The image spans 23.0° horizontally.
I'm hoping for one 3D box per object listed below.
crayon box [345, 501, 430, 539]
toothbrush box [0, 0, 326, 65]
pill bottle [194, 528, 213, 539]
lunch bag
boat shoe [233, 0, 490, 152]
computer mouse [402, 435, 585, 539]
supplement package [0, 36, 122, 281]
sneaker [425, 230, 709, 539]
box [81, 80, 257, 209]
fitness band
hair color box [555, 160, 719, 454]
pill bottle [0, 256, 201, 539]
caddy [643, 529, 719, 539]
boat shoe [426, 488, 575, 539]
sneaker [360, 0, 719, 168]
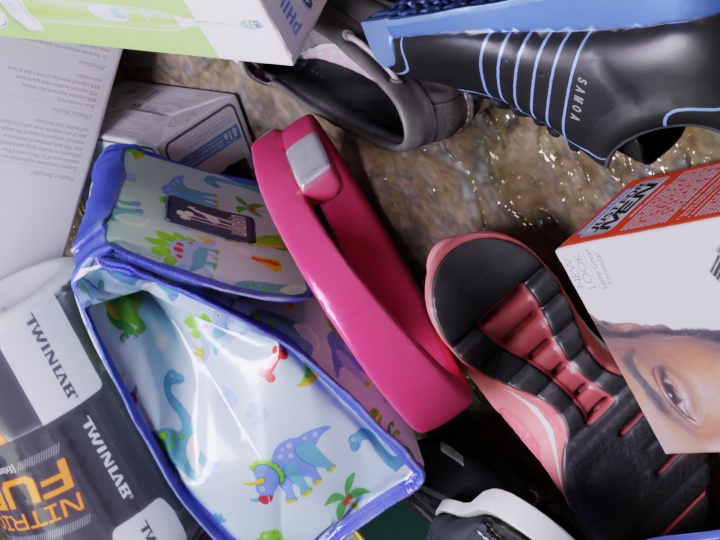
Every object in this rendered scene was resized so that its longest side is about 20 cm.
[{"bbox_3d":[0.037,0.224,1.113,0.200,0.051,0.126,51,148,5],"label":"crayon box"},{"bbox_3d":[-0.121,-0.179,0.813,0.199,0.087,0.146,10,149,31],"label":"toothbrush box"},{"bbox_3d":[-0.129,0.128,1.068,0.200,0.110,0.110,38,146,13],"label":"pill bottle"},{"bbox_3d":[-0.068,0.031,0.908,0.200,0.127,0.170,46,-169,-19],"label":"lunch bag"},{"bbox_3d":[-0.026,-0.111,0.861,0.199,0.057,0.067,27,140,36],"label":"boat shoe"},{"bbox_3d":[0.098,0.143,0.959,0.140,0.046,0.200,44,166,-22],"label":"computer mouse"},{"bbox_3d":[-0.251,-0.082,0.996,0.150,0.151,0.202,28,105,46],"label":"supplement package"},{"bbox_3d":[0.101,0.056,0.868,0.201,0.074,0.087,53,179,-12],"label":"sneaker"},{"bbox_3d":[-0.096,-0.007,1.051,0.116,0.060,0.201,14,132,47],"label":"box"},{"bbox_3d":[0.000,0.000,0.855,0.144,0.037,0.200,58,-175,-20],"label":"fitness band"},{"bbox_3d":[0.182,0.010,0.703,0.199,0.064,0.111,-12,112,57],"label":"hair color box"},{"bbox_3d":[-0.149,0.103,0.947,0.106,0.106,0.201,-5,116,54],"label":"pill bottle"},{"bbox_3d":[0.189,0.186,0.813,0.199,0.105,0.142,-13,120,35],"label":"caddy"},{"bbox_3d":[0.056,0.154,0.876,0.075,0.060,0.200,37,165,10],"label":"boat shoe"},{"bbox_3d":[0.080,-0.081,0.706,0.199,0.070,0.078,5,119,50],"label":"sneaker"}]
